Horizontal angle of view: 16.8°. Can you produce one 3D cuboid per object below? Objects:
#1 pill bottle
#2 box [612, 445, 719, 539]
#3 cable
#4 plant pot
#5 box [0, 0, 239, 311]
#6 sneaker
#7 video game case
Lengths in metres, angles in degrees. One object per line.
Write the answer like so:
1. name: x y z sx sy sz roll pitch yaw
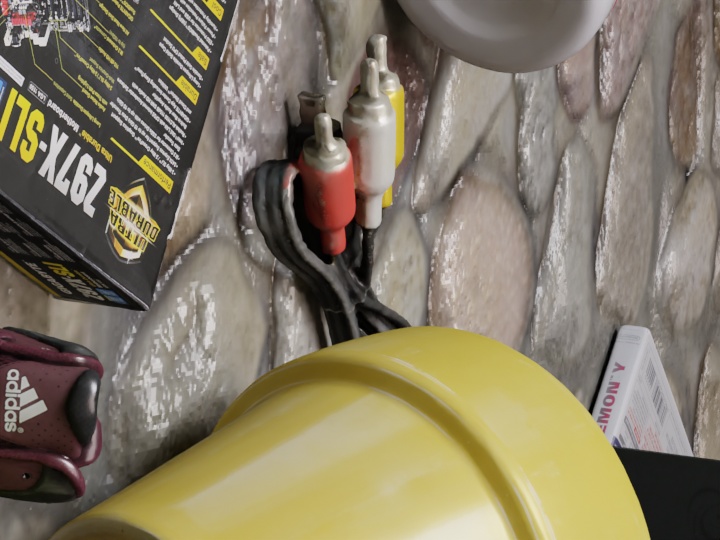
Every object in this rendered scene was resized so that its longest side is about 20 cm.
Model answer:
1. pill bottle: 0.097 -0.191 1.175 0.200 0.112 0.112 -55 143 -45
2. box: 0.155 0.171 1.279 0.124 0.200 0.149 21 76 -64
3. cable: 0.000 0.000 1.083 0.097 0.050 0.200 -54 140 -46
4. plant pot: -0.019 0.135 0.929 0.189 0.201 0.201 -15 110 -48
5. box: -0.111 -0.095 0.829 0.200 0.049 0.160 44 59 -60
6. sneaker: -0.139 0.024 0.715 0.200 0.115 0.076 30 68 -63
7. video game case: 0.166 0.163 1.512 0.200 0.023 0.182 64 39 -50
